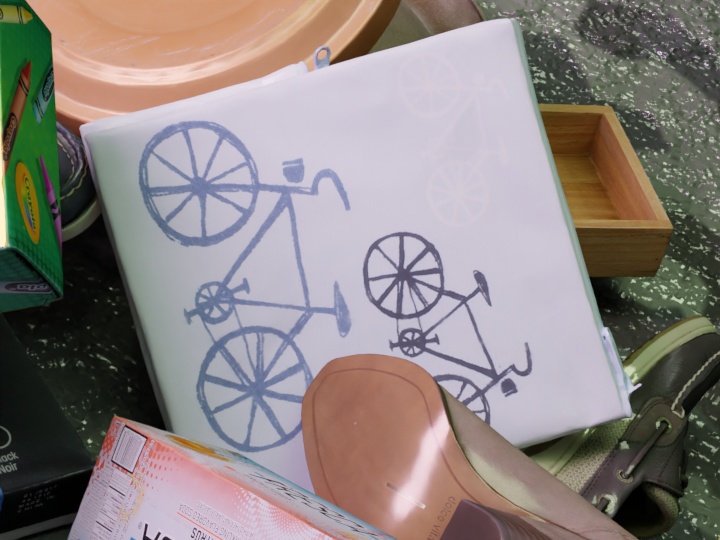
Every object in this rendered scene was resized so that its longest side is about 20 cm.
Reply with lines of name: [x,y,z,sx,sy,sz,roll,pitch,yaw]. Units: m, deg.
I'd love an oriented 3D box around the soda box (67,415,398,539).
soda box: [-0.035,0.114,0.917,0.068,0.064,0.200,20,1,-33]

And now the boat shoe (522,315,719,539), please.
boat shoe: [0.111,0.094,1.084,0.066,0.072,0.201,40,49,15]

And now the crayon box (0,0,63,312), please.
crayon box: [-0.219,-0.034,0.955,0.199,0.058,0.119,-10,66,10]

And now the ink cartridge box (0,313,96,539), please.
ink cartridge box: [-0.201,0.036,1.042,0.099,0.039,0.200,-15,50,-33]

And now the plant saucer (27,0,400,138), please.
plant saucer: [-0.075,-0.143,1.107,0.199,0.032,0.201,-8,56,12]

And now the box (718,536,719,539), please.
box: [0.156,0.204,0.978,0.070,0.065,0.200,19,39,-1]

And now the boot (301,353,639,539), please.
boot: [0.070,0.111,0.969,0.146,0.070,0.200,30,9,-32]

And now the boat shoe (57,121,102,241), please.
boat shoe: [-0.197,-0.070,1.074,0.199,0.062,0.075,26,63,28]

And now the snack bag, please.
snack bag: [0.000,0.000,1.038,0.199,0.021,0.190,-17,91,-4]

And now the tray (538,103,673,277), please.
tray: [0.043,-0.040,1.199,0.199,0.037,0.099,1,40,-19]

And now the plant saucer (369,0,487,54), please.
plant saucer: [-0.024,-0.148,1.267,0.199,0.032,0.201,23,30,-14]
